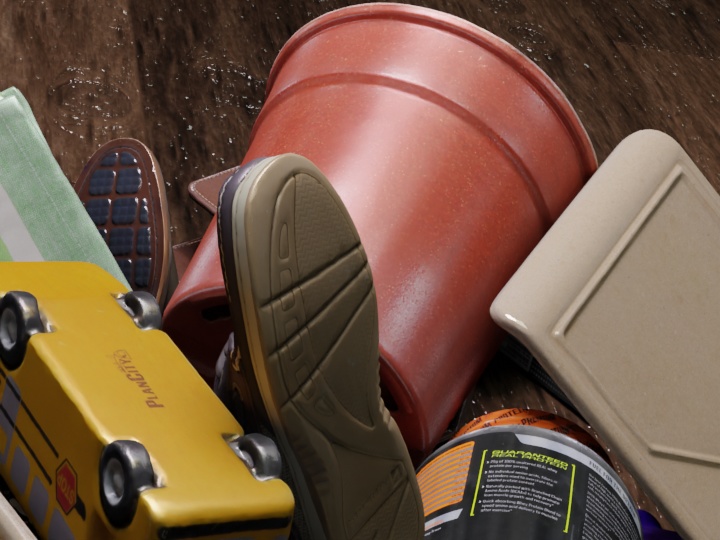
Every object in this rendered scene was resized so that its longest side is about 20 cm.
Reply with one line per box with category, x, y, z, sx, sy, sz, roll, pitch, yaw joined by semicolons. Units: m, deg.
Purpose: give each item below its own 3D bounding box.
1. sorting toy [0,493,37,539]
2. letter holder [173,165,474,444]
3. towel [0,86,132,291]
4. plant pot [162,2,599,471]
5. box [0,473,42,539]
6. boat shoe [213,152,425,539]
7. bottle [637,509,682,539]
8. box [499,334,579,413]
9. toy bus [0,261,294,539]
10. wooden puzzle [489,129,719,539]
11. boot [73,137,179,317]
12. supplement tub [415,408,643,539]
sorting toy;-0.202;0.146;0.784;0.036;0.186;0.200;9;23;-49
letter holder;-0.043;0.030;1.191;0.199;0.101;0.142;32;33;30
towel;-0.223;0.019;0.983;0.199;0.153;0.023;-30;1;-3
plant pot;0.000;0.000;1.014;0.199;0.202;0.196;21;48;12
box;-0.131;0.155;0.841;0.124;0.150;0.200;-7;33;-44
boat shoe;-0.028;0.046;0.781;0.064;0.201;0.072;9;38;37
bottle;0.163;0.182;1.019;0.065;0.084;0.200;5;26;-40
box;0.214;0.061;1.326;0.192;0.048;0.200;-7;33;-41
toy bus;-0.102;0.064;0.773;0.065;0.079;0.200;0;29;-34
wooden puzzle;0.169;0.046;1.000;0.200;0.037;0.185;47;46;-5
boot;-0.115;0.036;1.050;0.074;0.202;0.097;-3;-9;22
supplement tub;0.067;0.151;0.886;0.121;0.123;0.200;16;26;3
